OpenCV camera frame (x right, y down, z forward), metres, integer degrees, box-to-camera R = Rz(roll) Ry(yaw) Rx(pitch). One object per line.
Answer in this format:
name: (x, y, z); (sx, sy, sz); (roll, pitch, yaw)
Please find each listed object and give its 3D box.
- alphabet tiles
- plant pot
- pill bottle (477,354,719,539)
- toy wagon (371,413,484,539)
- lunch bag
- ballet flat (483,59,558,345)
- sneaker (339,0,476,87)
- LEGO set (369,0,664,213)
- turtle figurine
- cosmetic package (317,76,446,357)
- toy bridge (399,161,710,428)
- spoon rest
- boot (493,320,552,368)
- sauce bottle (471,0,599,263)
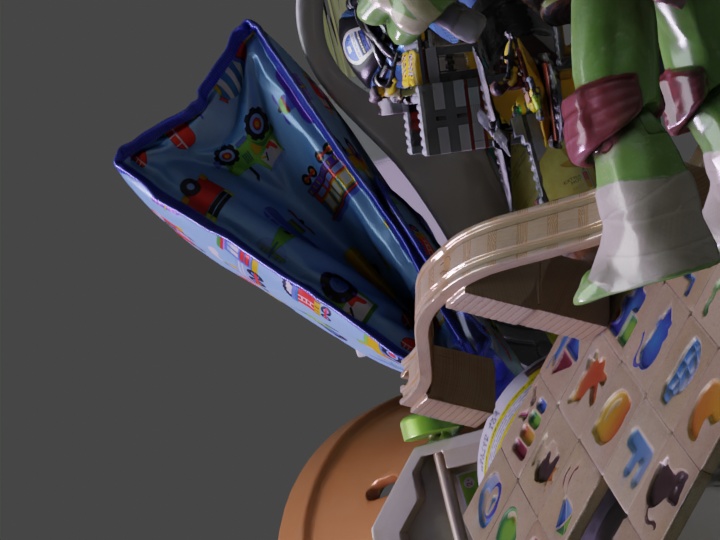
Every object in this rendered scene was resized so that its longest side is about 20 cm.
alphabet tiles: (0.099, 0.039, 0.847); (0.201, 0.008, 0.167); (-63, 16, 13)
plant pot: (0.069, 0.150, 1.283); (0.140, 0.199, 0.201); (137, 121, -65)
pill bottle: (0.114, 0.098, 0.946); (0.200, 0.109, 0.110); (-125, 23, -79)
toy wagon: (0.063, 0.141, 1.162); (0.040, 0.199, 0.156); (11, -116, -68)
lunch bag: (0.000, 0.000, 1.085); (0.200, 0.094, 0.151); (44, 179, 12)
ballet flat: (0.087, -0.029, 1.164); (0.200, 0.066, 0.067); (-111, 24, -46)
sneaker: (0.036, -0.131, 1.297); (0.200, 0.089, 0.079); (90, 166, -64)
LEGO set: (0.058, -0.108, 0.934); (0.200, 0.115, 0.155); (-120, 22, -76)
turtle figurine: (0.056, -0.088, 0.757); (0.144, 0.199, 0.195); (-24, -84, -81)
cosmetic package: (0.033, -0.040, 1.558); (0.200, 0.112, 0.081); (85, 171, -51)
toy bridge: (0.060, 0.006, 0.880); (0.200, 0.067, 0.027); (137, 142, -55)
spoon rest: (0.022, -0.067, 1.099); (0.099, 0.060, 0.201); (24, -138, -80)
boot: (0.085, 0.012, 1.317); (0.200, 0.065, 0.166); (95, 170, -66)
sauce bottle: (0.090, -0.058, 1.072); (0.066, 0.066, 0.201); (81, 173, -45)
